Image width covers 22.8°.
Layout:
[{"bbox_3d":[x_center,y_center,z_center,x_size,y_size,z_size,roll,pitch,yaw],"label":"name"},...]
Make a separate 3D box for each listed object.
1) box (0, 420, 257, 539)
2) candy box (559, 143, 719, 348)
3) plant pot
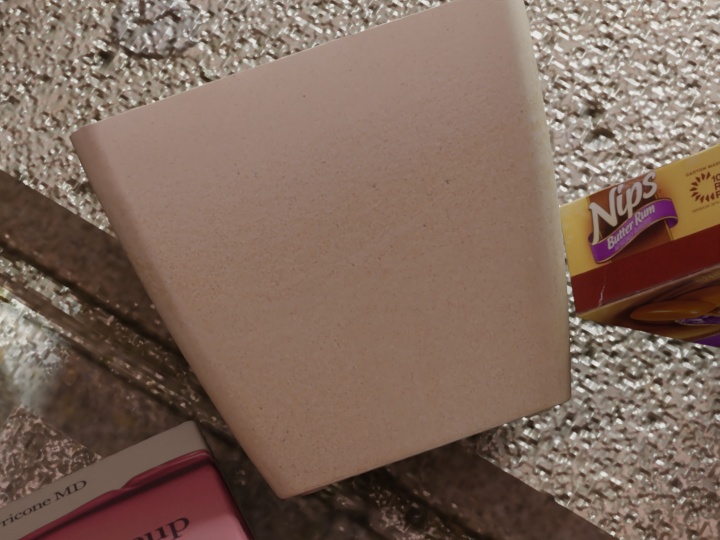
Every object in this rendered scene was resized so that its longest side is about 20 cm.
[{"bbox_3d":[-0.089,0.174,0.769,0.128,0.200,0.109,-25,118,-6],"label":"box"},{"bbox_3d":[0.197,-0.005,0.805,0.117,0.200,0.057,-22,68,39],"label":"candy box"},{"bbox_3d":[0.000,0.000,0.832,0.200,0.200,0.177,-18,86,-1],"label":"plant pot"}]
